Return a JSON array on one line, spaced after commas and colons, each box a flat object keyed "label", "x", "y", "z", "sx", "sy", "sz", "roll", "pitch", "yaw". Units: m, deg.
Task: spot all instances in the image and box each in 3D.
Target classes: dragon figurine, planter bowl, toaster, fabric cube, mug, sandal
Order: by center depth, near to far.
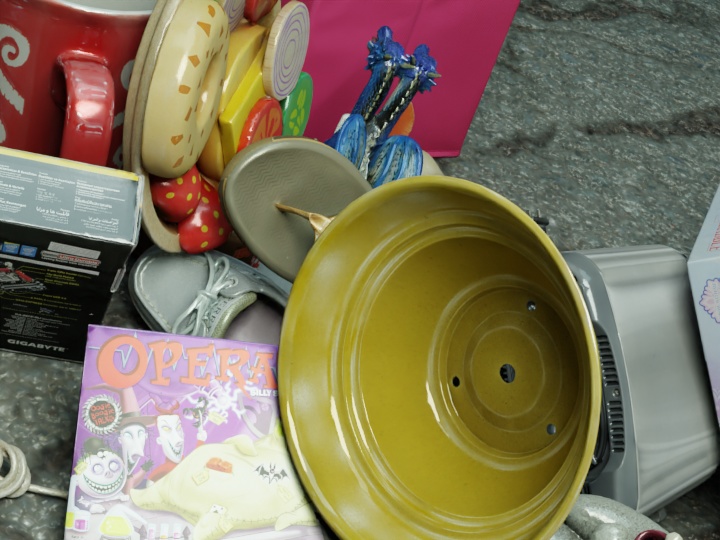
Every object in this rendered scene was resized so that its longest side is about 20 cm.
[{"label": "planter bowl", "x": 0.057, "y": 0.055, "z": 0.772, "sx": 0.083, "sy": 0.202, "sz": 0.200, "roll": 0, "pitch": 38, "yaw": -50}, {"label": "sandal", "x": 0.000, "y": 0.000, "z": 0.882, "sx": 0.200, "sy": 0.080, "sz": 0.054, "roll": 50, "pitch": -10, "yaw": -22}, {"label": "mug", "x": -0.191, "y": -0.090, "z": 0.906, "sx": 0.132, "sy": 0.202, "sz": 0.178, "roll": 22, "pitch": 32, "yaw": 3}, {"label": "toaster", "x": 0.145, "y": 0.060, "z": 0.920, "sx": 0.128, "sy": 0.113, "sz": 0.203, "roll": -8, "pitch": 88, "yaw": -45}, {"label": "dragon figurine", "x": 0.000, "y": -0.060, "z": 0.949, "sx": 0.058, "sy": 0.099, "sz": 0.202, "roll": 23, "pitch": 56, "yaw": -19}, {"label": "fabric cube", "x": -0.006, "y": -0.225, "z": 1.197, "sx": 0.198, "sy": 0.201, "sz": 0.197, "roll": -5, "pitch": 41, "yaw": -33}]

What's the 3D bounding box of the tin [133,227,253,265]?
[{"label": "tin", "x": -0.149, "y": -0.067, "z": 1.051, "sx": 0.199, "sy": 0.042, "sz": 0.112, "roll": 36, "pitch": 41, "yaw": 20}]

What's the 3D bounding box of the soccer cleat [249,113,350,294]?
[{"label": "soccer cleat", "x": -0.028, "y": -0.039, "z": 1.026, "sx": 0.068, "sy": 0.086, "sz": 0.200, "roll": 13, "pitch": 31, "yaw": 11}]

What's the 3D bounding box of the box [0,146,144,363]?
[{"label": "box", "x": -0.231, "y": -0.015, "z": 0.824, "sx": 0.198, "sy": 0.160, "sz": 0.050, "roll": 10, "pitch": 59, "yaw": -15}]

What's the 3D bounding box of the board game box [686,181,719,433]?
[{"label": "board game box", "x": 0.259, "y": 0.052, "z": 0.963, "sx": 0.041, "sy": 0.202, "sz": 0.200, "roll": -8, "pitch": 16, "yaw": 23}]

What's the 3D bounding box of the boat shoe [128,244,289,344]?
[{"label": "boat shoe", "x": -0.059, "y": 0.045, "z": 0.902, "sx": 0.201, "sy": 0.065, "sz": 0.075, "roll": 39, "pitch": 79, "yaw": 15}]

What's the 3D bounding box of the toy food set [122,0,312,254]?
[{"label": "toy food set", "x": -0.080, "y": -0.107, "z": 0.884, "sx": 0.048, "sy": 0.201, "sz": 0.199, "roll": 15, "pitch": 54, "yaw": 14}]

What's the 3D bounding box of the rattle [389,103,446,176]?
[{"label": "rattle", "x": 0.015, "y": -0.014, "z": 1.020, "sx": 0.142, "sy": 0.130, "sz": 0.201, "roll": -30, "pitch": 65, "yaw": 1}]

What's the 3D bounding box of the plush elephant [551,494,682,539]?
[{"label": "plush elephant", "x": 0.145, "y": 0.177, "z": 0.760, "sx": 0.198, "sy": 0.155, "sz": 0.166, "roll": 26, "pitch": 52, "yaw": -5}]

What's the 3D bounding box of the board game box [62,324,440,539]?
[{"label": "board game box", "x": -0.056, "y": 0.100, "z": 0.815, "sx": 0.197, "sy": 0.032, "sz": 0.121, "roll": 6, "pitch": 66, "yaw": -10}]

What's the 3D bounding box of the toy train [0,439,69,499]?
[{"label": "toy train", "x": -0.233, "y": 0.049, "z": 0.777, "sx": 0.198, "sy": 0.117, "sz": 0.085, "roll": 16, "pitch": 35, "yaw": -7}]
